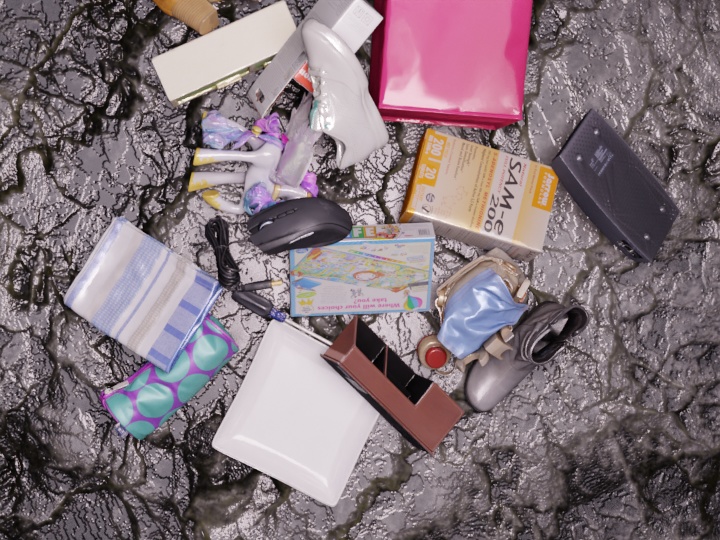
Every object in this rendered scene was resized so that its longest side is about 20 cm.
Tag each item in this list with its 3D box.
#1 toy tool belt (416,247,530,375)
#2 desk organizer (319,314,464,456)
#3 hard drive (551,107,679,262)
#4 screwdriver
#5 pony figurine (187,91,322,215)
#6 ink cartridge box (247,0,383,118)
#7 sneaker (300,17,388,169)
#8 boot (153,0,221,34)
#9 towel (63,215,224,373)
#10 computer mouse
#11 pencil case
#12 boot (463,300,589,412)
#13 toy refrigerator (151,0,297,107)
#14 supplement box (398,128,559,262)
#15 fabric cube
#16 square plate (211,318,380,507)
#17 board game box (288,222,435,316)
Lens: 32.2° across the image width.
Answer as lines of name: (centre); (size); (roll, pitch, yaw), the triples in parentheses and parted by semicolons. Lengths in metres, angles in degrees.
toy tool belt: (0.154, 0.072, 1.704); (0.124, 0.123, 0.200); (38, 101, -15)
desk organizer: (0.046, 0.157, 1.714); (0.200, 0.072, 0.077); (45, 78, -21)
hard drive: (0.355, -0.115, 1.745); (0.200, 0.042, 0.135); (47, 51, -10)
screwdriver: (-0.089, 0.074, 1.726); (0.198, 0.029, 0.028); (26, 58, 4)
pony figurine: (-0.126, -0.153, 1.701); (0.198, 0.167, 0.195); (12, 122, -8)
ink cartridge box: (-0.062, -0.283, 1.643); (0.050, 0.109, 0.200); (34, 102, -28)
sneaker: (-0.036, -0.216, 1.568); (0.088, 0.075, 0.201); (-37, 123, -14)
boot: (-0.204, -0.423, 1.720); (0.144, 0.071, 0.201); (42, 67, 16)
towel: (-0.298, 0.030, 1.695); (0.199, 0.024, 0.148); (31, 84, 21)
computer mouse: (-0.102, -0.040, 1.625); (0.197, 0.046, 0.141); (-7, 48, -7)
pencil case: (-0.264, 0.141, 1.710); (0.200, 0.085, 0.093); (-43, 126, -4)
boot: (0.224, 0.118, 1.726); (0.070, 0.132, 0.201); (40, 88, -6)
toy refrigerator: (-0.182, -0.295, 1.717); (0.198, 0.076, 0.071); (-25, 93, -4)
supplement box: (0.165, -0.104, 1.737); (0.198, 0.074, 0.127); (16, 77, -5)
fabric cube: (0.116, -0.303, 1.680); (0.194, 0.200, 0.202); (3, 92, -5)
square plate: (-0.080, 0.200, 1.755); (0.197, 0.028, 0.202); (27, 88, -4)
board game box: (0.000, 0.000, 1.717); (0.197, 0.034, 0.136); (-2, 131, -5)
